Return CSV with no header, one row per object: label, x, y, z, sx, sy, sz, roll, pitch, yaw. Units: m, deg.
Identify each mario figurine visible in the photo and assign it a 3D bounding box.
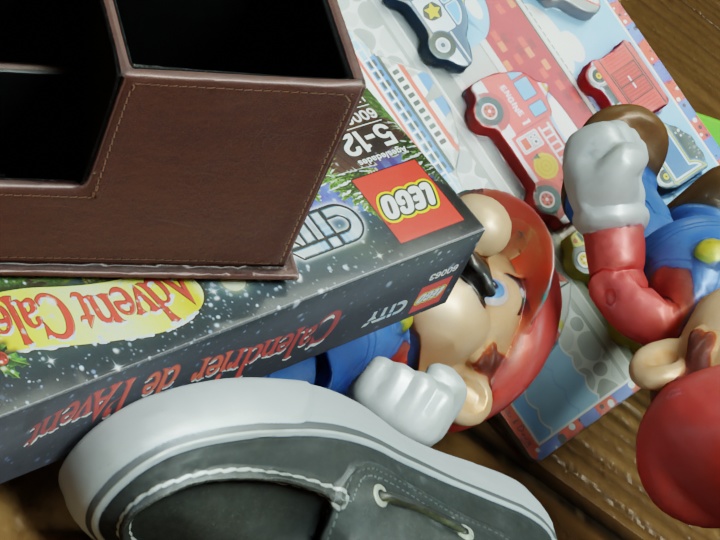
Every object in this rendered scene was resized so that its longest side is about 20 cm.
mario figurine,0.136,0.006,0.873,0.123,0.106,0.200,-6,32,-6
mario figurine,0.000,0.000,0.843,0.200,0.106,0.124,-4,83,-49

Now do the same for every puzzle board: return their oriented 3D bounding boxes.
puzzle board,0.065,-0.047,0.987,0.151,0.017,0.200,-33,87,-29

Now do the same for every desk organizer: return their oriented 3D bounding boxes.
desk organizer,-0.107,-0.050,0.679,0.200,0.077,0.072,1,50,-23

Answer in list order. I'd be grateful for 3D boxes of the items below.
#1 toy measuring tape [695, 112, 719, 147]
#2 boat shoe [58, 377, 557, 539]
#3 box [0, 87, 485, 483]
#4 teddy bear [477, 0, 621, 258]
toy measuring tape,0.086,-0.058,1.167,0.200,0.074,0.074,20,23,4
boat shoe,-0.001,0.082,0.754,0.200,0.069,0.057,19,32,-46
box,-0.081,-0.021,0.747,0.200,0.038,0.137,-21,61,-37
teddy bear,0.069,-0.071,1.060,0.145,0.067,0.200,7,72,-58
